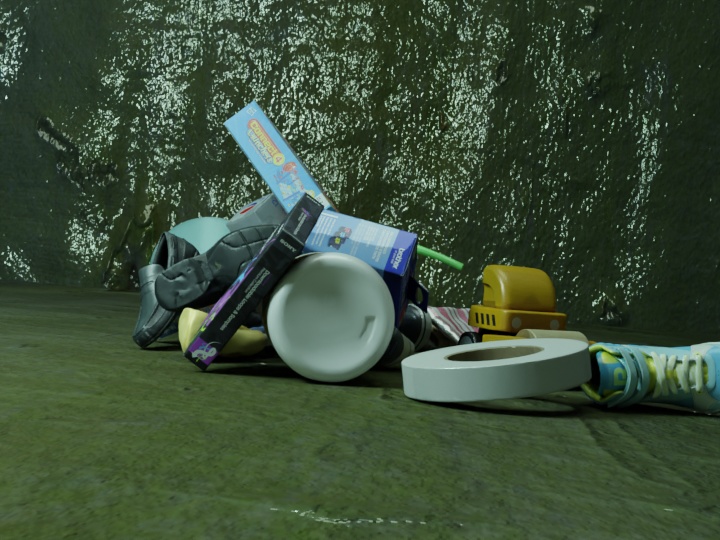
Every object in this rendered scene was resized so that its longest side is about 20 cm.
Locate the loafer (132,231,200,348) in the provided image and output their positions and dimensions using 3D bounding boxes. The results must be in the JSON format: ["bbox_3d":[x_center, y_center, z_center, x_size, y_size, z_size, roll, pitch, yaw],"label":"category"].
[{"bbox_3d":[-0.283,0.025,1.545,0.070,0.201,0.068,41,-53,-23],"label":"loafer"}]

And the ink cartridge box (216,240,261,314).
[{"bbox_3d":[-0.120,0.029,1.721,0.075,0.166,0.200,-19,-14,38],"label":"ink cartridge box"}]

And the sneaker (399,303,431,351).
[{"bbox_3d":[0.017,0.089,1.628,0.079,0.079,0.200,10,-14,-36],"label":"sneaker"}]

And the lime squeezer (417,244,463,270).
[{"bbox_3d":[0.042,-0.021,1.500,0.199,0.071,0.038,-6,15,35],"label":"lime squeezer"}]

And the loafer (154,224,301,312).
[{"bbox_3d":[-0.163,-0.003,1.411,0.199,0.073,0.072,-20,-14,7],"label":"loafer"}]

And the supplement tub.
[{"bbox_3d":[-0.044,0.051,1.312,0.145,0.146,0.200,4,0,-8],"label":"supplement tub"}]

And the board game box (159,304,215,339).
[{"bbox_3d":[-0.218,0.022,1.589,0.200,0.136,0.034,-21,-61,44],"label":"board game box"}]

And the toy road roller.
[{"bbox_3d":[0.214,0.069,1.431,0.122,0.147,0.200,4,0,-23],"label":"toy road roller"}]

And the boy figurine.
[{"bbox_3d":[-0.181,0.083,1.446,0.124,0.065,0.200,7,-1,27],"label":"boy figurine"}]

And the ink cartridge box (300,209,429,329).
[{"bbox_3d":[0.000,0.000,1.469,0.199,0.077,0.137,14,-35,9],"label":"ink cartridge box"}]

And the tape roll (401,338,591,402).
[{"bbox_3d":[0.143,0.104,1.168,0.202,0.037,0.203,-7,2,0],"label":"tape roll"}]

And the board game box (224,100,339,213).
[{"bbox_3d":[-0.099,-0.130,1.620,0.056,0.196,0.200,-37,-13,2],"label":"board game box"}]

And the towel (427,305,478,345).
[{"bbox_3d":[0.197,0.094,1.631,0.199,0.030,0.146,4,26,-47],"label":"towel"}]

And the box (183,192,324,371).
[{"bbox_3d":[-0.122,0.010,1.283,0.036,0.200,0.143,39,20,-8],"label":"box"}]

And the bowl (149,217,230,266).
[{"bbox_3d":[-0.243,0.027,1.769,0.200,0.202,0.105,4,24,-6],"label":"bowl"}]

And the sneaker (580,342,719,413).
[{"bbox_3d":[0.323,0.114,1.176,0.199,0.080,0.130,-8,-9,39],"label":"sneaker"}]

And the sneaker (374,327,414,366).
[{"bbox_3d":[-0.018,0.099,1.499,0.199,0.075,0.087,12,-8,31],"label":"sneaker"}]

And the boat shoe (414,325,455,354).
[{"bbox_3d":[0.078,0.095,1.692,0.064,0.072,0.200,5,1,-38],"label":"boat shoe"}]

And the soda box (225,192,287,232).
[{"bbox_3d":[-0.109,-0.012,1.635,0.068,0.200,0.063,-19,20,39],"label":"soda box"}]
